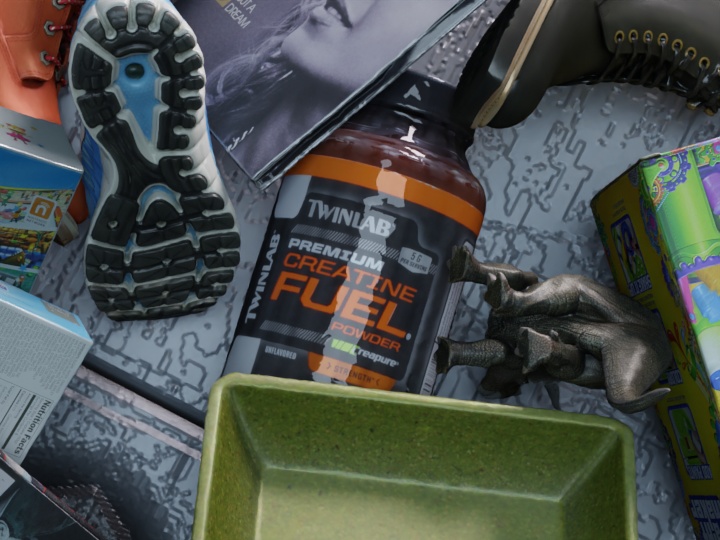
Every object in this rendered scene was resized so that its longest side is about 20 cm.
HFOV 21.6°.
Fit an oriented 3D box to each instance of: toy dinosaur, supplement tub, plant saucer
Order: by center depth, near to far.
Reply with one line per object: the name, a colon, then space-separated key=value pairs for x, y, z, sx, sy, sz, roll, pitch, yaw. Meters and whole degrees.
plant saucer: x=0.022 y=0.148 z=0.834 sx=0.200 sy=0.048 sz=0.200 roll=7 pitch=50 yaw=-4
toy dinosaur: x=0.101 y=0.028 z=0.898 sx=0.102 sy=0.200 sz=0.077 roll=4 pitch=86 yaw=-27
supplement tub: x=0.000 y=0.000 z=0.953 sx=0.107 sy=0.107 sz=0.200 roll=17 pitch=82 yaw=-3

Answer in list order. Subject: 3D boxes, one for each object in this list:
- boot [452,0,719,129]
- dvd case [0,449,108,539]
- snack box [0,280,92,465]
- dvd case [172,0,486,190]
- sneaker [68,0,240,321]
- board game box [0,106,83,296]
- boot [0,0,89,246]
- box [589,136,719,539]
boot: x=0.139 y=-0.108 z=0.956 sx=0.138 sy=0.077 sz=0.200 roll=37 pitch=49 yaw=-4
dvd case: x=-0.178 y=0.172 z=0.889 sx=0.146 sy=0.200 sz=0.022 roll=-46 pitch=51 yaw=-7
snack box: x=-0.222 y=0.087 z=0.856 sx=0.116 sy=0.037 sz=0.200 roll=28 pitch=98 yaw=-29
dvd case: x=-0.009 y=-0.145 z=0.956 sx=0.200 sy=0.016 sz=0.149 roll=-40 pitch=46 yaw=-1
sneaker: x=-0.103 y=-0.062 z=0.938 sx=0.078 sy=0.090 sz=0.200 roll=-4 pitch=127 yaw=-8
board game box: x=-0.238 y=0.006 z=0.878 sx=0.147 sy=0.064 sz=0.200 roll=18 pitch=108 yaw=-27
boot: x=-0.173 y=-0.114 z=0.971 sx=0.107 sy=0.075 sz=0.200 roll=-28 pitch=86 yaw=-12
box: x=0.243 y=0.020 z=0.913 sx=0.200 sy=0.122 sz=0.193 roll=-16 pitch=84 yaw=-6
